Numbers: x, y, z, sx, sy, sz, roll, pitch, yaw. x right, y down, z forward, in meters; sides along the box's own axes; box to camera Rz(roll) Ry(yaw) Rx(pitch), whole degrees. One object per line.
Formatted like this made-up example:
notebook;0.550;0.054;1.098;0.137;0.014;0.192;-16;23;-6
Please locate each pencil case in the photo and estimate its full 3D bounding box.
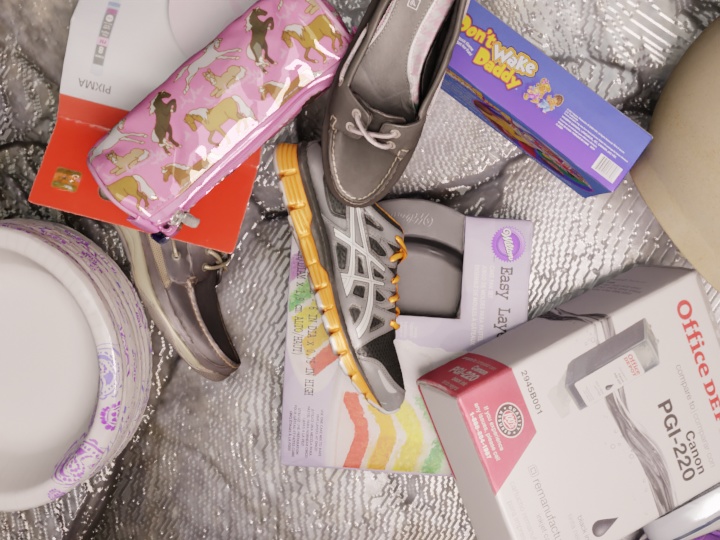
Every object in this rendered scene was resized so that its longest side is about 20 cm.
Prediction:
pencil case;-0.088;-0.109;0.730;0.200;0.083;0.087;-43;97;-1

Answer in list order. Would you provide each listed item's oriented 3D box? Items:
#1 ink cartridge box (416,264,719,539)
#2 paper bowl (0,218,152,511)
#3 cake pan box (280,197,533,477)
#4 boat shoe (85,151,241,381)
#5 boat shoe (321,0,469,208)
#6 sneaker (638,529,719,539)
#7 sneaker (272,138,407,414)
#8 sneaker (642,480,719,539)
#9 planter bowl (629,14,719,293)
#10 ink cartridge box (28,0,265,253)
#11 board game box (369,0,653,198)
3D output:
ink cartridge box;0.160;0.102;0.754;0.198;0.085;0.148;-25;98;-15
paper bowl;-0.246;0.064;0.795;0.197;0.104;0.205;1;96;14
cake pan box;0.035;0.049;0.812;0.181;0.052;0.204;5;92;2
boat shoe;-0.134;-0.016;0.810;0.072;0.074;0.202;-27;91;5
boat shoe;0.021;-0.129;0.672;0.066;0.057;0.203;22;109;-1
sneaker;0.290;0.251;0.781;0.198;0.088;0.081;27;95;4
sneaker;0.000;0.000;0.753;0.076;0.078;0.203;-17;91;-5
sneaker;0.300;0.161;0.778;0.197;0.073;0.072;-24;87;-2
planter bowl;0.267;-0.066;0.731;0.134;0.200;0.201;-40;89;22
ink cartridge box;-0.139;-0.131;0.786;0.160;0.057;0.203;14;66;3
board game box;0.100;-0.130;0.759;0.199;0.134;0.045;38;94;2
